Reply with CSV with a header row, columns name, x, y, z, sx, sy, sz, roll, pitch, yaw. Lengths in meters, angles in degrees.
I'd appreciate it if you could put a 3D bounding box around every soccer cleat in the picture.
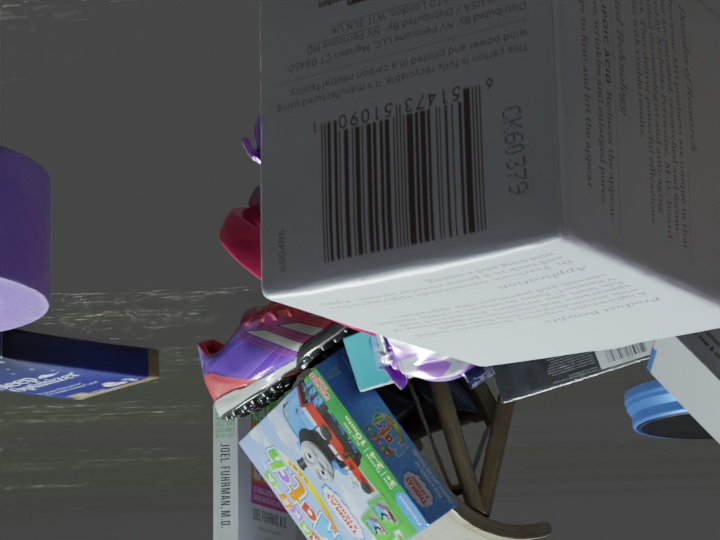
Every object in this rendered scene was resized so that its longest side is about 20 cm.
name,x,y,z,sx,sy,sz,roll,pitch,yaw
soccer cleat,-0.056,0.048,1.530,0.200,0.073,0.068,-36,166,34

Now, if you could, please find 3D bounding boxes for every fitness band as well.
name,x,y,z,sx,sy,sz,roll,pitch,yaw
fitness band,0.000,0.000,1.235,0.199,0.038,0.144,15,-162,-44

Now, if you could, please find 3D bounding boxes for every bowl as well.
name,x,y,z,sx,sy,sz,roll,pitch,yaw
bowl,0.373,0.141,1.974,0.199,0.040,0.201,-2,165,-1

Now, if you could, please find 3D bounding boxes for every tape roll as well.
name,x,y,z,sx,sy,sz,roll,pitch,yaw
tape roll,-0.294,-0.018,1.196,0.199,0.085,0.200,-2,166,-1

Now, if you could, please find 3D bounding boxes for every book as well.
name,x,y,z,sx,sy,sz,roll,pitch,yaw
book,-0.099,0.178,1.735,0.048,0.201,0.134,-6,165,17

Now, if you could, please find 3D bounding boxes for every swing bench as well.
name,x,y,z,sx,sy,sz,roll,pitch,yaw
swing bench,0.052,0.142,1.619,0.129,0.201,0.199,6,163,-27

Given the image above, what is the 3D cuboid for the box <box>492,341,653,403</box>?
name,x,y,z,sx,sy,sz,roll,pitch,yaw
box,0.207,0.045,1.438,0.143,0.036,0.200,-21,180,37

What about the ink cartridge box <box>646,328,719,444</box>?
name,x,y,z,sx,sy,sz,roll,pitch,yaw
ink cartridge box,0.275,0.007,1.165,0.200,0.084,0.145,-42,166,-6

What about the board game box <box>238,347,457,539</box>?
name,x,y,z,sx,sy,sz,roll,pitch,yaw
board game box,-0.015,0.163,1.554,0.037,0.152,0.200,-33,173,-29

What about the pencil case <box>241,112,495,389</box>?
name,x,y,z,sx,sy,sz,roll,pitch,yaw
pencil case,0.014,-0.022,1.073,0.085,0.084,0.200,-29,127,2

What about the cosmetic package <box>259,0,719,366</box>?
name,x,y,z,sx,sy,sz,roll,pitch,yaw
cosmetic package,0.073,-0.058,0.932,0.164,0.166,0.200,-11,162,32

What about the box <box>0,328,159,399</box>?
name,x,y,z,sx,sy,sz,roll,pitch,yaw
box,-0.292,0.081,1.679,0.199,0.033,0.121,13,160,-41

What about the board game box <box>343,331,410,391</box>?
name,x,y,z,sx,sy,sz,roll,pitch,yaw
board game box,0.106,0.035,1.434,0.151,0.047,0.200,-15,176,-37
